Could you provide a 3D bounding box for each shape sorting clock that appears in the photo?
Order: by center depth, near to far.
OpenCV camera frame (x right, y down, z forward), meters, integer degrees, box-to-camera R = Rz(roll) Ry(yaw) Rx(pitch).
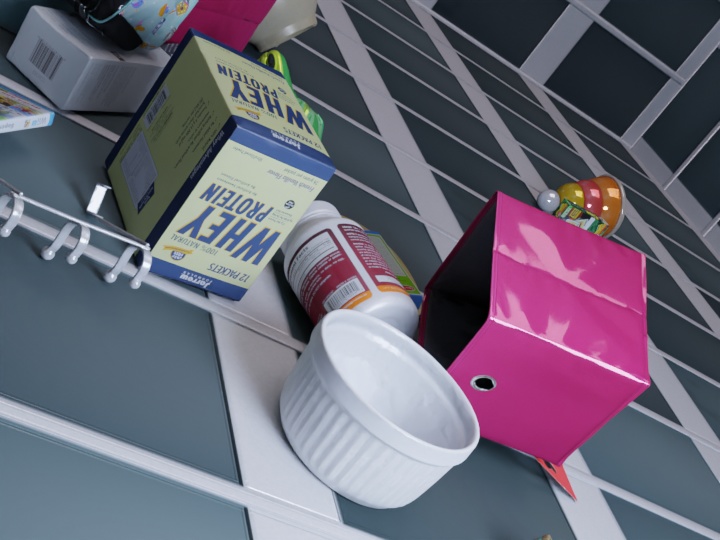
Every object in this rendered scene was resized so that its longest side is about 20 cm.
[{"bbox_3d":[0.000,0.000,1.535,0.199,0.039,0.201,31,27,-17],"label":"shape sorting clock"}]

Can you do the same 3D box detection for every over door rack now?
[{"bbox_3d":[-0.297,-0.050,1.124,0.147,0.067,0.200,25,11,-34],"label":"over door rack"}]

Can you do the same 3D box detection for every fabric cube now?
[{"bbox_3d":[0.191,0.071,1.321,0.198,0.197,0.201,22,46,-13],"label":"fabric cube"},{"bbox_3d":[-0.267,-0.452,1.772,0.196,0.200,0.199,48,23,21],"label":"fabric cube"}]

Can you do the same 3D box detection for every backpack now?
[{"bbox_3d":[-0.274,-0.389,1.432,0.176,0.200,0.153,43,5,25],"label":"backpack"}]

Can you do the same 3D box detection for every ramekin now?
[{"bbox_3d":[0.011,0.144,1.165,0.199,0.105,0.201,34,21,-14],"label":"ramekin"}]

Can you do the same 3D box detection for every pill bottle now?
[{"bbox_3d":[-0.022,0.012,1.371,0.112,0.113,0.201,17,30,-44],"label":"pill bottle"}]

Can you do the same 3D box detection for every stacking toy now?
[{"bbox_3d":[0.473,-0.151,2.561,0.198,0.147,0.147,7,34,-27],"label":"stacking toy"}]

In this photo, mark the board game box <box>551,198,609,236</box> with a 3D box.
[{"bbox_3d":[0.298,-0.016,1.841,0.104,0.201,0.024,19,26,-40],"label":"board game box"}]

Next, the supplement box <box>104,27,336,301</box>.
[{"bbox_3d":[-0.161,-0.115,1.276,0.134,0.200,0.200,20,29,-38],"label":"supplement box"}]

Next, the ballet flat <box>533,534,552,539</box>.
[{"bbox_3d":[0.247,0.341,1.201,0.199,0.072,0.068,38,20,-3],"label":"ballet flat"}]

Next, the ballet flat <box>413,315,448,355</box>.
[{"bbox_3d":[0.104,0.113,1.431,0.199,0.069,0.071,34,1,-22],"label":"ballet flat"}]

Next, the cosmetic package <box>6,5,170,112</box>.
[{"bbox_3d":[-0.332,-0.262,1.463,0.113,0.081,0.200,41,22,13],"label":"cosmetic package"}]

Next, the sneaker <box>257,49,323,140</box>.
[{"bbox_3d":[-0.102,-0.215,1.647,0.083,0.074,0.202,-35,116,-46],"label":"sneaker"}]

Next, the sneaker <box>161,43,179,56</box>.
[{"bbox_3d":[-0.214,-0.259,1.699,0.199,0.071,0.082,29,-20,1],"label":"sneaker"}]

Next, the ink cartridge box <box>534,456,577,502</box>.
[{"bbox_3d":[0.226,0.171,1.467,0.161,0.050,0.201,45,16,-38],"label":"ink cartridge box"}]

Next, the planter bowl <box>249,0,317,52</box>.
[{"bbox_3d":[-0.158,-0.477,2.083,0.136,0.199,0.200,64,19,-8],"label":"planter bowl"}]

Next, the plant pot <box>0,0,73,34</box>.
[{"bbox_3d":[-0.436,-0.413,1.523,0.199,0.135,0.201,33,21,-14],"label":"plant pot"}]

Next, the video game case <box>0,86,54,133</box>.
[{"bbox_3d":[-0.422,-0.172,1.165,0.142,0.018,0.200,26,19,12],"label":"video game case"}]
